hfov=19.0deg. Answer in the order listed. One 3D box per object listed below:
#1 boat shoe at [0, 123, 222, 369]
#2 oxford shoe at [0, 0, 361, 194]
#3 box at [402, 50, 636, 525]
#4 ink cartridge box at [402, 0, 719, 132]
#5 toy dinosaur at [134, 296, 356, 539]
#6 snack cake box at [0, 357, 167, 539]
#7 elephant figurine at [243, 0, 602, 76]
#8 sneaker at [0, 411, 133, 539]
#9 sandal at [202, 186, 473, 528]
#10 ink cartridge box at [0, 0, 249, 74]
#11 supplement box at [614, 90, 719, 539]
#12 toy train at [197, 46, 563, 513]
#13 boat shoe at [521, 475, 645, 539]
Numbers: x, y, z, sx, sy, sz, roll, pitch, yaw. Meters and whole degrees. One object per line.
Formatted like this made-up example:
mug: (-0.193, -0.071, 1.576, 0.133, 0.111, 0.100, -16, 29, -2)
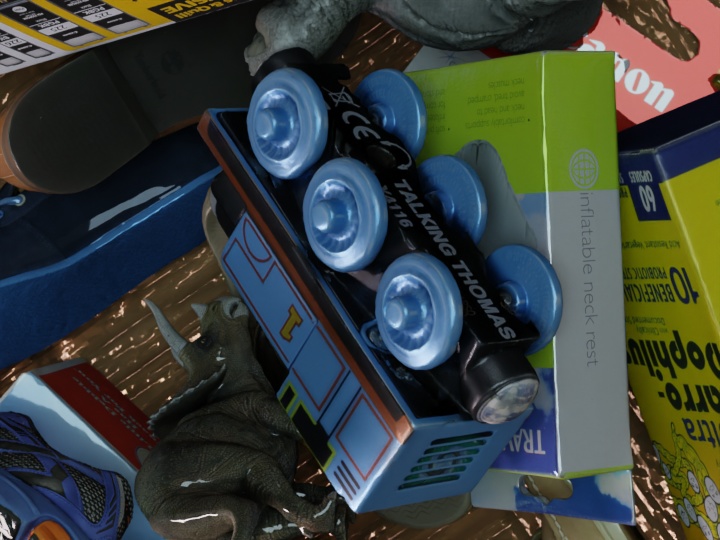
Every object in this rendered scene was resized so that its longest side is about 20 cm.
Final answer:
boat shoe: (-0.151, -0.012, 1.034, 0.200, 0.084, 0.069, -27, 61, -13)
oxford shoe: (-0.090, -0.097, 1.006, 0.200, 0.071, 0.071, -28, 102, -25)
box: (0.063, 0.009, 0.939, 0.048, 0.122, 0.200, -3, 91, -33)
ink cartridge box: (0.090, -0.057, 1.015, 0.160, 0.047, 0.200, 35, 96, 3)
toy dinosaur: (-0.055, 0.090, 0.924, 0.102, 0.200, 0.077, 1, 120, 6)
snack cake box: (-0.092, 0.133, 1.006, 0.200, 0.115, 0.067, 43, 96, 3)
elephant figurine: (0.066, -0.154, 0.965, 0.155, 0.141, 0.200, 12, 83, 38)
sneaker: (-0.180, 0.089, 0.924, 0.200, 0.078, 0.075, 25, 121, 29)
sandal: (-0.017, 0.044, 1.005, 0.080, 0.054, 0.200, -21, 108, 31)
ink cartridge box: (-0.133, -0.145, 0.914, 0.200, 0.176, 0.084, -12, 72, 27)
supplement box: (0.182, 0.023, 0.951, 0.109, 0.109, 0.200, -23, 97, -17)
toy train: (0.000, 0.000, 0.896, 0.200, 0.087, 0.114, 55, 129, 29)
boat shoe: (0.109, 0.152, 1.005, 0.066, 0.074, 0.200, -32, 93, 6)
